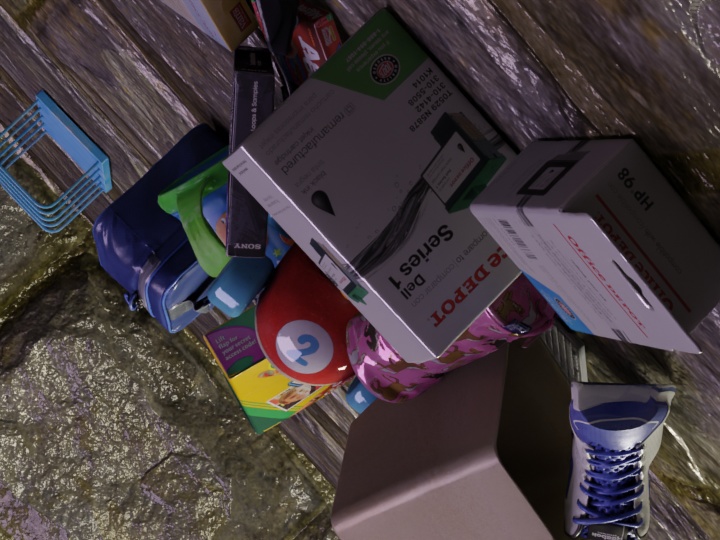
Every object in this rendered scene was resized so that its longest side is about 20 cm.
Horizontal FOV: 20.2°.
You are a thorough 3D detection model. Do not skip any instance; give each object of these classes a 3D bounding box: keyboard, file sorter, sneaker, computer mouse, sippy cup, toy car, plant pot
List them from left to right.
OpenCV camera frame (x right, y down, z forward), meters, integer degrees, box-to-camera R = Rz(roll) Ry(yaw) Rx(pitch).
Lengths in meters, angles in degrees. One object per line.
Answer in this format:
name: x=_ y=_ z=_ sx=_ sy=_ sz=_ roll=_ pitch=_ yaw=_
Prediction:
file sorter: x=-0.454 y=-0.150 z=2.944 sx=0.139 sy=0.123 sz=0.200 roll=46 pitch=170 yaw=3
sippy cup: x=-0.095 y=-0.050 z=1.852 sx=0.131 sy=0.178 sz=0.139 roll=57 pitch=155 yaw=-9
computer mouse: x=-0.050 y=-0.159 z=1.492 sx=0.059 sy=0.034 sz=0.201 roll=-106 pitch=2 yaw=-49
toy car: x=0.000 y=0.000 z=1.689 sx=0.184 sy=0.177 sz=0.200 roll=36 pitch=157 yaw=-5
plant pot: x=0.089 y=0.181 z=1.654 sx=0.200 sy=0.176 sz=0.201 roll=55 pitch=-153 yaw=-26
keyboard: x=0.170 y=0.081 z=1.705 sx=0.056 sy=0.011 sz=0.200 roll=42 pitch=168 yaw=21
sneaker: x=0.196 y=0.148 z=1.532 sx=0.080 sy=0.116 sz=0.199 roll=1 pitch=168 yaw=4

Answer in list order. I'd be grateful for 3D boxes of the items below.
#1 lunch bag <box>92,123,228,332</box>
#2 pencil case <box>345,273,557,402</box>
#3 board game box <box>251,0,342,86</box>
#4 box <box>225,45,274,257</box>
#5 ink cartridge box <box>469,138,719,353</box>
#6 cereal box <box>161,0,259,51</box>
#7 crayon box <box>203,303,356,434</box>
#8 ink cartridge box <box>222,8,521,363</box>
lunch bag: x=-0.177 y=-0.033 z=2.108 sx=0.132 sy=0.200 sz=0.136 roll=40 pitch=163 yaw=16
pencil case: x=0.069 y=0.038 z=1.559 sx=0.200 sy=0.082 sz=0.087 roll=-30 pitch=73 yaw=52
board game box: x=-0.024 y=-0.121 z=1.568 sx=0.103 sy=0.019 sz=0.201 roll=30 pitch=147 yaw=52
box: x=-0.088 y=-0.098 z=1.616 sx=0.200 sy=0.036 sz=0.144 roll=-99 pitch=12 yaw=-78
ink cartridge box: x=0.156 y=-0.017 z=1.247 sx=0.116 sy=0.067 sz=0.200 roll=49 pitch=169 yaw=-14
cereal box: x=-0.176 y=-0.274 z=1.655 sx=0.200 sy=0.040 sz=0.144 roll=37 pitch=166 yaw=37
crayon box: x=-0.035 y=0.059 z=1.888 sx=0.058 sy=0.199 sz=0.173 roll=57 pitch=174 yaw=20
ink cartridge box: x=0.027 y=-0.055 z=1.398 sx=0.200 sy=0.146 sz=0.084 roll=46 pitch=168 yaw=-6
